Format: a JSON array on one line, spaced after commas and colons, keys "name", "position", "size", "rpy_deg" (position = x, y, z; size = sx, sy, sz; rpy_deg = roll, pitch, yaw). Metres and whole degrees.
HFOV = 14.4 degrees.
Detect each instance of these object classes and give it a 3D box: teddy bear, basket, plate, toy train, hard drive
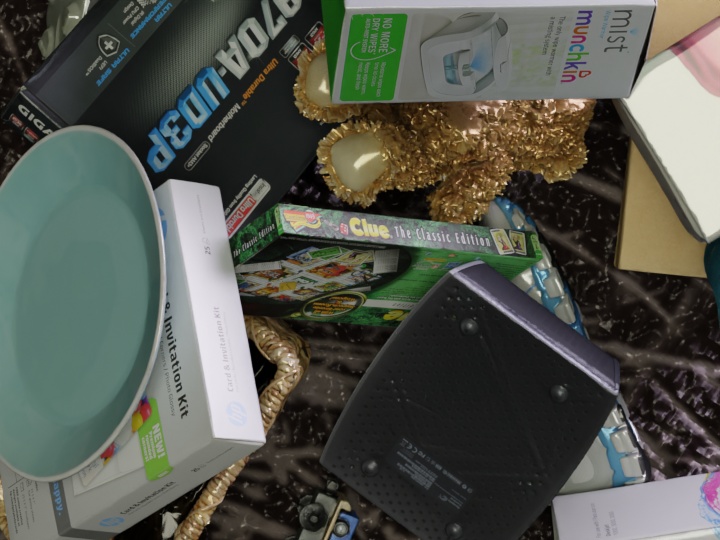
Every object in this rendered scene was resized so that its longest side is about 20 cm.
[{"name": "teddy bear", "position": [0.046, -0.091, 1.698], "size": [0.200, 0.067, 0.145], "rpy_deg": [-29, 78, -39]}, {"name": "basket", "position": [-0.136, 0.092, 1.706], "size": [0.142, 0.149, 0.201], "rpy_deg": [34, 94, 0]}, {"name": "plate", "position": [-0.161, 0.019, 1.602], "size": [0.025, 0.200, 0.201], "rpy_deg": [9, 94, -40]}, {"name": "toy train", "position": [-0.045, 0.225, 1.767], "size": [0.046, 0.034, 0.201], "rpy_deg": [21, 95, -7]}, {"name": "hard drive", "position": [0.067, 0.086, 1.698], "size": [0.135, 0.042, 0.200], "rpy_deg": [36, 135, 3]}]

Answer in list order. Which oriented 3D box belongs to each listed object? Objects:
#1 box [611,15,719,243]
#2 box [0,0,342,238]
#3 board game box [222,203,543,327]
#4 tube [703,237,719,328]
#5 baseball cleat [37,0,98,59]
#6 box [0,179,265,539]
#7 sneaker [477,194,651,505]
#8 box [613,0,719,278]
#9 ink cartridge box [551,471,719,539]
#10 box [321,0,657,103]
[{"name": "box", "position": [0.255, -0.113, 1.671], "size": [0.199, 0.128, 0.109], "rpy_deg": [-31, 90, 4]}, {"name": "box", "position": [-0.093, -0.111, 1.690], "size": [0.159, 0.046, 0.200], "rpy_deg": [42, 59, -5]}, {"name": "board game box", "position": [0.000, 0.000, 1.649], "size": [0.105, 0.199, 0.024], "rpy_deg": [-37, 59, 40]}, {"name": "tube", "position": [0.229, -0.001, 1.642], "size": [0.050, 0.200, 0.078], "rpy_deg": [42, 95, 0]}, {"name": "baseball cleat", "position": [-0.145, -0.113, 1.745], "size": [0.106, 0.070, 0.201], "rpy_deg": [4, 85, -26]}, {"name": "box", "position": [-0.139, 0.062, 1.618], "size": [0.200, 0.041, 0.157], "rpy_deg": [-32, 60, 41]}, {"name": "sneaker", "position": [0.101, 0.053, 1.737], "size": [0.086, 0.075, 0.201], "rpy_deg": [-23, 92, 8]}, {"name": "box", "position": [0.246, -0.092, 1.748], "size": [0.162, 0.021, 0.201], "rpy_deg": [6, 94, 2]}, {"name": "ink cartridge box", "position": [0.220, 0.200, 1.715], "size": [0.199, 0.085, 0.145], "rpy_deg": [-9, 111, 1]}, {"name": "box", "position": [0.064, -0.203, 1.611], "size": [0.175, 0.097, 0.201], "rpy_deg": [-2, 59, -8]}]
